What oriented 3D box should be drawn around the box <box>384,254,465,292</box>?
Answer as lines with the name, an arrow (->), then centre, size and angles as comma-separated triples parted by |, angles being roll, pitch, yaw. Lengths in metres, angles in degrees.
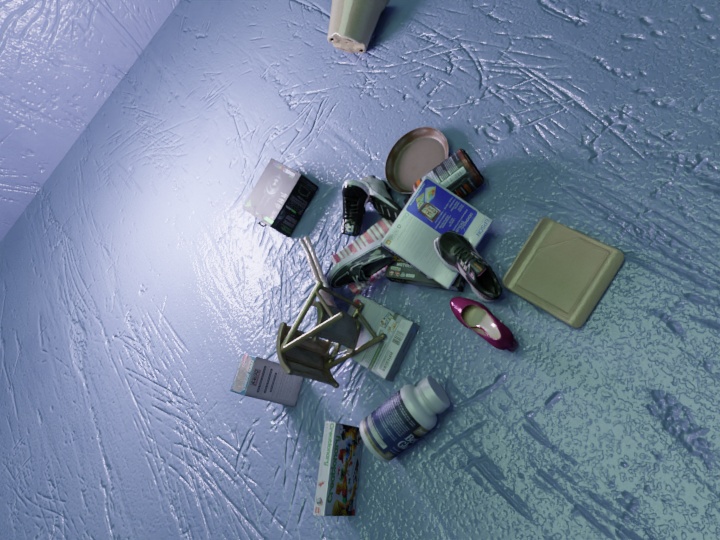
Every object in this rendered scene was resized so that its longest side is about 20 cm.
box -> 0.173, -0.041, 1.387 | 0.197, 0.048, 0.161 | 9, 77, 28

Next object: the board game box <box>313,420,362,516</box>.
board game box -> -0.049, 0.464, 1.302 | 0.034, 0.126, 0.203 | -5, 69, 33

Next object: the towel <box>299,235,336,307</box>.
towel -> -0.103, 0.035, 1.475 | 0.032, 0.201, 0.193 | -22, 55, -3

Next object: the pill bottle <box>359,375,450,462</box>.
pill bottle -> 0.103, 0.331, 1.261 | 0.200, 0.111, 0.112 | -42, 53, 14

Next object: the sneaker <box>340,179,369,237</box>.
sneaker -> -0.018, -0.154, 1.502 | 0.072, 0.200, 0.114 | 9, 73, 6

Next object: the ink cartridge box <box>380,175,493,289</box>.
ink cartridge box -> 0.182, -0.089, 1.334 | 0.199, 0.043, 0.199 | 35, 89, 12

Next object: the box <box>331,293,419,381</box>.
box -> 0.034, 0.167, 1.422 | 0.198, 0.041, 0.158 | 24, 86, 38

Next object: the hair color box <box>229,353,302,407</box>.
hair color box -> -0.240, 0.289, 1.460 | 0.060, 0.199, 0.102 | 6, 74, 36

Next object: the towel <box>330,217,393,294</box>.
towel -> 0.028, -0.043, 1.495 | 0.199, 0.030, 0.147 | -37, 54, 2

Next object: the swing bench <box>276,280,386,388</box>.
swing bench -> -0.082, 0.162, 1.353 | 0.200, 0.198, 0.130 | -46, 52, 10

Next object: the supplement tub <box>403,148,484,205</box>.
supplement tub -> 0.207, -0.209, 1.414 | 0.199, 0.107, 0.108 | -36, 55, 18

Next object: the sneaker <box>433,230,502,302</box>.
sneaker -> 0.253, -0.014, 1.254 | 0.200, 0.086, 0.080 | 43, 87, -1

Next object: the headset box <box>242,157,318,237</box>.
headset box -> -0.258, -0.224, 1.752 | 0.173, 0.092, 0.202 | 33, 92, 39

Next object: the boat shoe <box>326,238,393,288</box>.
boat shoe -> 0.000, 0.000, 1.414 | 0.198, 0.072, 0.068 | -31, 53, 17

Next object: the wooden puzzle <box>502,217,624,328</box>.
wooden puzzle -> 0.438, 0.002, 1.215 | 0.199, 0.037, 0.186 | 34, 92, 34

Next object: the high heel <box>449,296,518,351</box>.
high heel -> 0.262, 0.111, 1.249 | 0.068, 0.096, 0.200 | -49, 52, 7

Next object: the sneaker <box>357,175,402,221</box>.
sneaker -> 0.059, -0.208, 1.535 | 0.079, 0.074, 0.200 | -34, 49, -12

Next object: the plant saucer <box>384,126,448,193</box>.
plant saucer -> 0.158, -0.298, 1.532 | 0.198, 0.032, 0.203 | -14, 64, 29

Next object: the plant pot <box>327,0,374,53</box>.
plant pot -> -0.022, -0.810, 1.784 | 0.199, 0.199, 0.186 | 18, 93, 38
